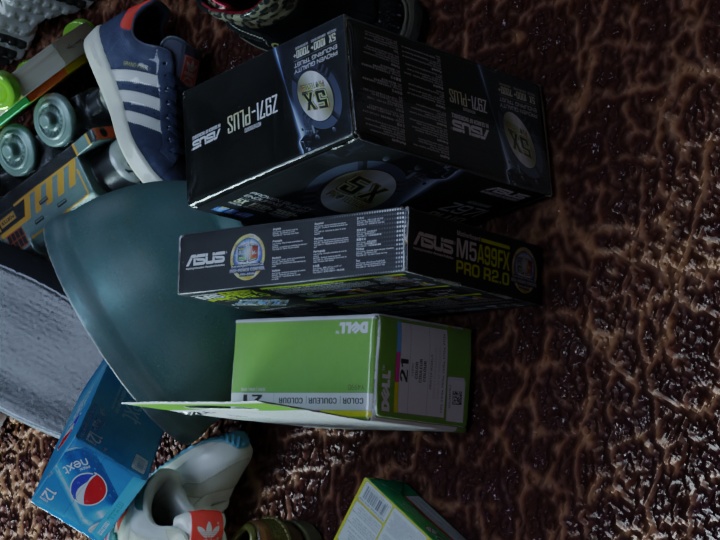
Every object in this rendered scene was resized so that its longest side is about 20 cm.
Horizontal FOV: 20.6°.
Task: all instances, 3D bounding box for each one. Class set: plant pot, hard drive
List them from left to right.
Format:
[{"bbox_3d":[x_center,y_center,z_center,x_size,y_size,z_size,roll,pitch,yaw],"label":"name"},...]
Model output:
[{"bbox_3d":[-0.277,0.063,1.673,0.199,0.042,0.136,25,101,22],"label":"hard drive"},{"bbox_3d":[-0.127,0.011,1.493,0.134,0.200,0.201,-32,56,5],"label":"plant pot"}]

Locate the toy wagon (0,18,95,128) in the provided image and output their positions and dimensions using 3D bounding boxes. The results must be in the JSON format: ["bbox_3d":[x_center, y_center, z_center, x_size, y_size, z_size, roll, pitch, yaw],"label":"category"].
[{"bbox_3d":[-0.311,-0.149,1.723,0.200,0.155,0.040,-33,98,32],"label":"toy wagon"}]

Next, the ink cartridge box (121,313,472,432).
[{"bbox_3d":[-0.041,0.067,1.367,0.147,0.199,0.076,-3,80,44],"label":"ink cartridge box"}]

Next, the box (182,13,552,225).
[{"bbox_3d":[0.005,-0.086,1.351,0.163,0.199,0.087,-20,67,40],"label":"box"}]

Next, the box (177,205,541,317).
[{"bbox_3d":[0.000,0.000,1.355,0.199,0.160,0.045,-6,77,38],"label":"box"}]

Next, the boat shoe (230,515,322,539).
[{"bbox_3d":[-0.091,0.278,1.471,0.072,0.068,0.201,16,94,45],"label":"boat shoe"}]

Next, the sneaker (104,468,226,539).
[{"bbox_3d":[-0.124,0.225,1.418,0.094,0.070,0.200,-62,40,23],"label":"sneaker"}]

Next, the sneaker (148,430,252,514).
[{"bbox_3d":[-0.138,0.203,1.539,0.081,0.076,0.200,50,119,21],"label":"sneaker"}]

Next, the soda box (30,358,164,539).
[{"bbox_3d":[-0.192,0.126,1.524,0.068,0.064,0.200,-54,8,18],"label":"soda box"}]

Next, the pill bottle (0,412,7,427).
[{"bbox_3d":[-0.403,0.170,1.777,0.111,0.110,0.200,49,116,39],"label":"pill bottle"}]

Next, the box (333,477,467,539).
[{"bbox_3d":[0.008,0.261,1.391,0.117,0.048,0.201,40,108,42],"label":"box"}]

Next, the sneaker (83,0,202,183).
[{"bbox_3d":[-0.158,-0.139,1.622,0.084,0.075,0.201,-34,66,17],"label":"sneaker"}]

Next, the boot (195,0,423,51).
[{"bbox_3d":[-0.071,-0.207,1.484,0.203,0.153,0.074,15,92,45],"label":"boot"}]

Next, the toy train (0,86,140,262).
[{"bbox_3d":[-0.263,-0.077,1.706,0.200,0.085,0.114,-32,82,33],"label":"toy train"}]

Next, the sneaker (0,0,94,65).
[{"bbox_3d":[-0.295,-0.263,1.786,0.200,0.075,0.081,-26,55,39],"label":"sneaker"}]
